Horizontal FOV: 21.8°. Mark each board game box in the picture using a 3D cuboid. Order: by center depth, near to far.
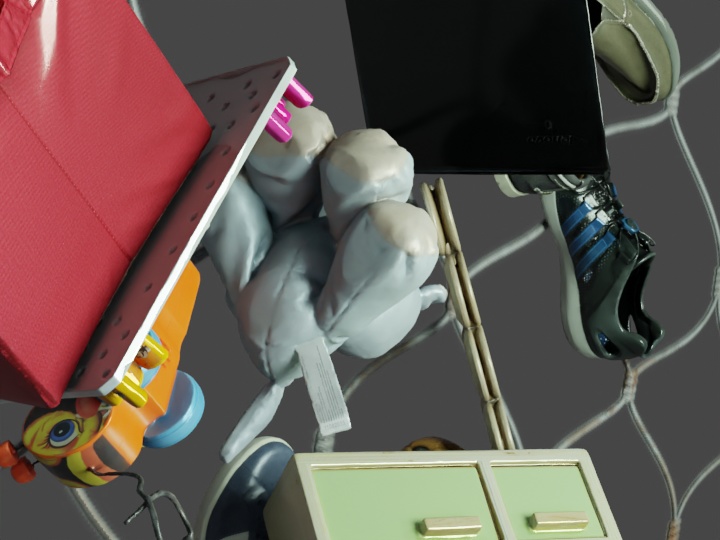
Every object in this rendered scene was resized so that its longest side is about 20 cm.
[{"bbox_3d":[-0.130,-0.011,0.944,0.026,0.200,0.200,44,58,-29],"label":"board game box"}]

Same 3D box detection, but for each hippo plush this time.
[{"bbox_3d":[0.000,0.000,1.143,0.161,0.159,0.200,5,70,-62],"label":"hippo plush"}]

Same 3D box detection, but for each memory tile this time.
[{"bbox_3d":[0.074,0.037,1.263,0.153,0.017,0.200,-16,91,-87],"label":"memory tile"}]

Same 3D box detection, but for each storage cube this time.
[{"bbox_3d":[-0.207,-0.065,0.856,0.171,0.200,0.180,-64,142,-28],"label":"storage cube"}]

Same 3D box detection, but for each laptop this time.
[{"bbox_3d":[0.095,-0.176,1.231,0.116,0.187,0.200,52,53,-40],"label":"laptop"}]

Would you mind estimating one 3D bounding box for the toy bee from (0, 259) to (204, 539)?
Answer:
[{"bbox_3d":[-0.149,0.069,1.022,0.200,0.109,0.131,-75,146,-59],"label":"toy bee"}]

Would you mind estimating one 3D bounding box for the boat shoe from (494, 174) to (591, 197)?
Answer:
[{"bbox_3d":[0.123,-0.151,1.367,0.072,0.068,0.200,-32,115,-44],"label":"boat shoe"}]

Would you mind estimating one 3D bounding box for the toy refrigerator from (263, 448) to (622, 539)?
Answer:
[{"bbox_3d":[0.051,0.154,1.128,0.200,0.070,0.076,2,49,-24],"label":"toy refrigerator"}]

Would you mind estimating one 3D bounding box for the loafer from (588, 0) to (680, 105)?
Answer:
[{"bbox_3d":[0.179,-0.196,1.440,0.070,0.075,0.200,-52,126,-21],"label":"loafer"}]

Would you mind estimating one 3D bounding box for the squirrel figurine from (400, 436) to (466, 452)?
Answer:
[{"bbox_3d":[0.042,0.215,1.252,0.200,0.141,0.187,58,38,-45],"label":"squirrel figurine"}]

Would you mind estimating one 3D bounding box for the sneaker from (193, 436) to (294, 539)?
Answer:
[{"bbox_3d":[-0.061,0.199,1.137,0.075,0.084,0.200,36,64,-46],"label":"sneaker"}]

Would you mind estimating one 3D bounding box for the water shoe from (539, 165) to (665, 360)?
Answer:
[{"bbox_3d":[0.194,-0.028,1.450,0.071,0.079,0.200,-30,115,-47],"label":"water shoe"}]
